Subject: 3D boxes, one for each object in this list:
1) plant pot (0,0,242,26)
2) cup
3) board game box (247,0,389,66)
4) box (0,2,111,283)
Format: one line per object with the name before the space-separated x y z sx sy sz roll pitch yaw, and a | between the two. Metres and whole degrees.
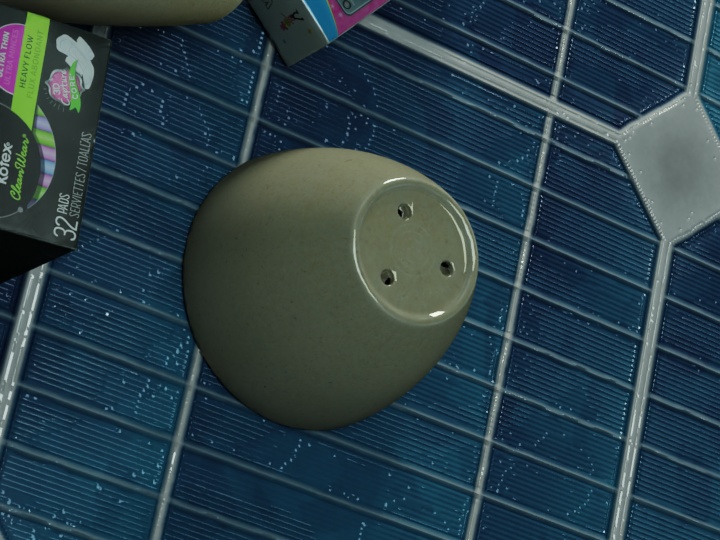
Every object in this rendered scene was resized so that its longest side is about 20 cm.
plant pot | -0.167 -0.235 1.674 0.200 0.187 0.187 19 69 -43
cup | 0.000 0.000 1.731 0.200 0.143 0.200 8 74 -31
board game box | -0.010 -0.262 1.833 0.200 0.064 0.148 -38 100 -32
box | -0.279 -0.093 1.584 0.200 0.124 0.149 17 70 -28
